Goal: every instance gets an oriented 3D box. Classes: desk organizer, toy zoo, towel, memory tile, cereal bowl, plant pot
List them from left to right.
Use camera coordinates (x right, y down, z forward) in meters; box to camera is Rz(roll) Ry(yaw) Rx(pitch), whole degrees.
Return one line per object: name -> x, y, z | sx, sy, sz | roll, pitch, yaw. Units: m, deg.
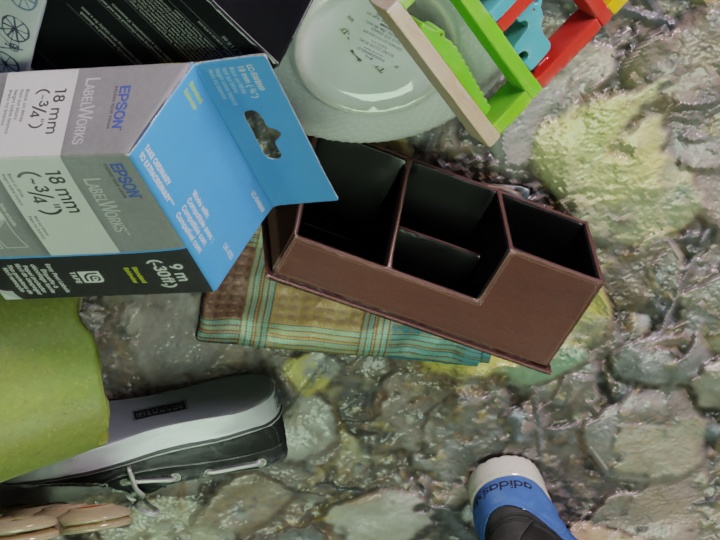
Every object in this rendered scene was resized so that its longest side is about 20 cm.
plant pot -> -0.257, 0.065, 1.560 | 0.184, 0.200, 0.201 | -12, 131, -11
memory tile -> -0.248, 0.168, 1.639 | 0.153, 0.200, 0.017 | -8, 89, -27
towel -> 0.000, 0.000, 1.628 | 0.200, 0.022, 0.147 | 4, 128, -9
cereal bowl -> 0.004, -0.151, 1.463 | 0.200, 0.083, 0.200 | -2, 130, -3
desk organizer -> 0.045, -0.013, 1.564 | 0.200, 0.072, 0.077 | 19, 123, -19
toy zoo -> 0.107, -0.182, 1.427 | 0.200, 0.020, 0.131 | -46, 134, -6

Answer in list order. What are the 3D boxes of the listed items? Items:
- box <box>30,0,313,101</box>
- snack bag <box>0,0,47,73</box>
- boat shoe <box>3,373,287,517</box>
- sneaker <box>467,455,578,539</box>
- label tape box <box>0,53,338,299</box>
box -> -0.144, -0.175, 1.378 | 0.141, 0.079, 0.200 | -27, 118, 41
snack bag -> -0.265, -0.165, 1.380 | 0.200, 0.021, 0.189 | 28, 145, 1
boat shoe -> -0.148, 0.123, 1.681 | 0.199, 0.074, 0.068 | -14, 116, -6
sneaker -> 0.139, 0.230, 1.777 | 0.077, 0.111, 0.200 | -22, 129, 12
label tape box -> -0.130, -0.049, 1.399 | 0.200, 0.063, 0.144 | -2, 147, 18
